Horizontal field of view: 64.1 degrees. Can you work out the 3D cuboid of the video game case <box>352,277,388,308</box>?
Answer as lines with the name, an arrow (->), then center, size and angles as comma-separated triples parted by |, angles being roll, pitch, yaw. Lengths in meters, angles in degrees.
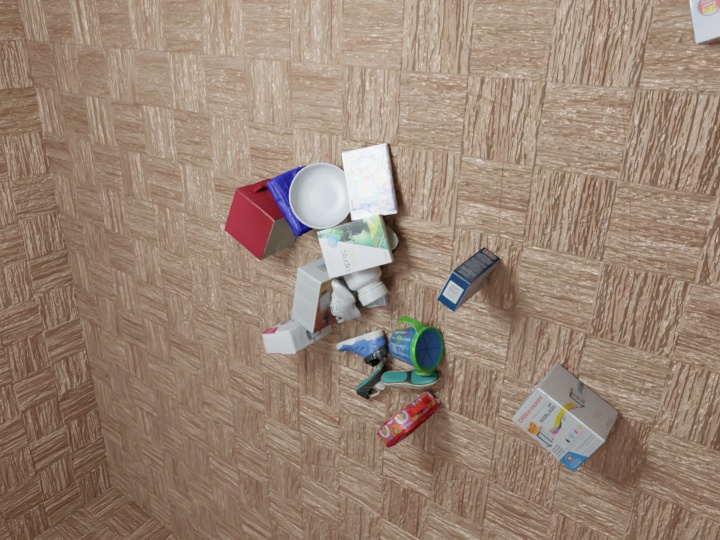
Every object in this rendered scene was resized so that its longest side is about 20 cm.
video game case -> -0.015, 0.037, 1.874 | 0.199, 0.023, 0.183 | -11, 101, 40

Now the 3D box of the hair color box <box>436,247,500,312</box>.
hair color box -> 0.287, 0.021, 1.516 | 0.060, 0.200, 0.100 | 38, 127, 18

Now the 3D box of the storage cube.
storage cube -> -0.317, -0.171, 1.923 | 0.179, 0.171, 0.201 | 38, 127, 17

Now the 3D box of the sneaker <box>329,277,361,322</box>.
sneaker -> -0.058, 0.102, 1.806 | 0.075, 0.087, 0.201 | 54, 170, 41

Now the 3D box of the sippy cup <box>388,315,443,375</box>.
sippy cup -> 0.161, 0.231, 1.756 | 0.130, 0.139, 0.179 | 5, 87, 47

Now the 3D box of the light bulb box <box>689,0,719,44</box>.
light bulb box -> 0.694, -0.534, 1.022 | 0.197, 0.125, 0.201 | -9, 102, 39

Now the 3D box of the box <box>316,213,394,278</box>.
box -> -0.015, -0.070, 1.675 | 0.199, 0.036, 0.145 | -15, 93, 15

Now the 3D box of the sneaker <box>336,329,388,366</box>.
sneaker -> 0.007, 0.273, 1.915 | 0.199, 0.077, 0.112 | -22, 83, 35

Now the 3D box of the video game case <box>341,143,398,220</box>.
video game case -> 0.027, -0.255, 1.673 | 0.142, 0.018, 0.202 | -8, 93, 21

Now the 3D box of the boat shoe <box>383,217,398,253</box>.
boat shoe -> 0.045, -0.136, 1.726 | 0.060, 0.075, 0.201 | 83, 161, -71

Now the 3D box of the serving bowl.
serving bowl -> -0.118, -0.228, 1.775 | 0.198, 0.066, 0.202 | 0, 92, 1

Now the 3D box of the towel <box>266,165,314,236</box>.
towel -> -0.189, -0.223, 1.822 | 0.201, 0.147, 0.050 | 61, 162, -1

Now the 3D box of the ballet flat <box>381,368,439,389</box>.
ballet flat -> 0.165, 0.351, 1.840 | 0.199, 0.069, 0.070 | -3, 107, 27

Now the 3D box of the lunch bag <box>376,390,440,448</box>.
lunch bag -> 0.157, 0.456, 1.800 | 0.082, 0.199, 0.176 | 50, 131, 16

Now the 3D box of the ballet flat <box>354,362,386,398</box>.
ballet flat -> 0.051, 0.377, 1.942 | 0.068, 0.068, 0.200 | 41, 139, 4

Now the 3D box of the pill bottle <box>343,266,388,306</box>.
pill bottle -> 0.000, 0.000, 1.758 | 0.114, 0.114, 0.201 | -30, 89, 41

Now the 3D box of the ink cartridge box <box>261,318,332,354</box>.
ink cartridge box -> -0.218, 0.214, 1.986 | 0.147, 0.200, 0.086 | -9, 102, 39

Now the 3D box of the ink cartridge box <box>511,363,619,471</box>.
ink cartridge box -> 0.535, 0.382, 1.511 | 0.200, 0.144, 0.148 | 40, 128, 19

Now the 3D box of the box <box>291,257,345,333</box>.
box -> -0.125, 0.075, 1.857 | 0.106, 0.152, 0.201 | 31, 127, 29
